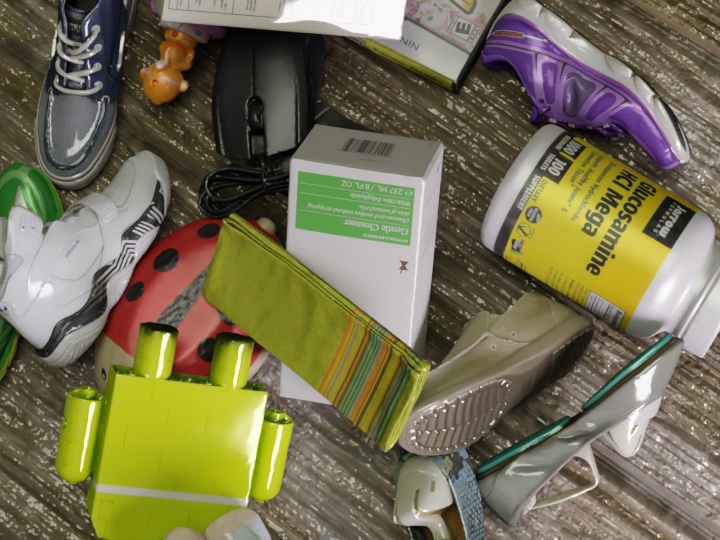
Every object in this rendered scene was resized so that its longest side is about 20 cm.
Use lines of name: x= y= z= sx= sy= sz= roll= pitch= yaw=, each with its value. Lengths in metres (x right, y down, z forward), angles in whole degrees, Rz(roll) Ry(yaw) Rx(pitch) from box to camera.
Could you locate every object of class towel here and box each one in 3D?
towel: x=-0.039 y=0.046 z=1.297 sx=0.200 sy=0.086 sz=0.018 roll=38 pitch=37 yaw=21

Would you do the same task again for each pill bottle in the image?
pill bottle: x=0.203 y=-0.020 z=1.366 sx=0.199 sy=0.113 sz=0.113 roll=31 pitch=79 yaw=11

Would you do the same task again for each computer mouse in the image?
computer mouse: x=-0.074 y=-0.145 z=1.420 sx=0.138 sy=0.053 sz=0.201 roll=-12 pitch=55 yaw=16

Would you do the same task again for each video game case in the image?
video game case: x=0.051 y=-0.276 z=1.492 sx=0.180 sy=0.026 sz=0.201 roll=28 pitch=79 yaw=11

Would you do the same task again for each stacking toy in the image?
stacking toy: x=-0.135 y=-0.233 z=1.464 sx=0.115 sy=0.110 sz=0.201 roll=19 pitch=88 yaw=13

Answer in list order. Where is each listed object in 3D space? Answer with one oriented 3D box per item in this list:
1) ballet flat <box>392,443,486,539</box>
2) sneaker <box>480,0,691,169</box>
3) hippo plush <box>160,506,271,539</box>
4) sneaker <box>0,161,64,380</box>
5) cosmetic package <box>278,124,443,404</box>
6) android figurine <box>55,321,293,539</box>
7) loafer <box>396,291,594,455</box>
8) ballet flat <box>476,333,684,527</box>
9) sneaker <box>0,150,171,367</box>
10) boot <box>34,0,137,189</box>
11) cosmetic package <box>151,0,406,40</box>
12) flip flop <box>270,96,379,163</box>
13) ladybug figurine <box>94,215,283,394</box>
ballet flat: x=0.060 y=0.204 z=1.331 sx=0.074 sy=0.074 sz=0.201 roll=-17 pitch=73 yaw=-1
sneaker: x=0.184 y=-0.140 z=1.432 sx=0.200 sy=0.081 sz=0.084 roll=39 pitch=97 yaw=20
hippo plush: x=-0.085 y=0.268 z=1.259 sx=0.159 sy=0.161 sz=0.201 roll=23 pitch=73 yaw=-22
sneaker: x=-0.296 y=0.005 z=1.408 sx=0.074 sy=0.084 sz=0.201 roll=12 pitch=75 yaw=17
cosmetic package: x=0.000 y=0.000 z=1.335 sx=0.107 sy=0.085 sz=0.201 roll=7 pitch=114 yaw=10
android figurine: x=-0.143 y=0.143 z=1.346 sx=0.181 sy=0.041 sz=0.201 roll=6 pitch=101 yaw=-18
loafer: x=0.093 y=0.077 z=1.352 sx=0.199 sy=0.076 sz=0.068 roll=-25 pitch=53 yaw=-34
ballet flat: x=0.178 y=0.127 z=1.338 sx=0.200 sy=0.067 sz=0.064 roll=-37 pitch=85 yaw=15
sneaker: x=-0.232 y=-0.033 z=1.384 sx=0.115 sy=0.075 sz=0.201 roll=39 pitch=61 yaw=-28
boot: x=-0.236 y=-0.174 z=1.451 sx=0.072 sy=0.090 sz=0.201 roll=6 pitch=75 yaw=6
cosmetic package: x=-0.061 y=-0.248 z=1.390 sx=0.199 sy=0.071 sz=0.106 roll=4 pitch=112 yaw=-17
flip flop: x=-0.015 y=-0.079 z=1.430 sx=0.200 sy=0.058 sz=0.081 roll=36 pitch=72 yaw=29
ladybug figurine: x=-0.136 y=0.034 z=1.396 sx=0.135 sy=0.072 sz=0.200 roll=33 pitch=79 yaw=12
